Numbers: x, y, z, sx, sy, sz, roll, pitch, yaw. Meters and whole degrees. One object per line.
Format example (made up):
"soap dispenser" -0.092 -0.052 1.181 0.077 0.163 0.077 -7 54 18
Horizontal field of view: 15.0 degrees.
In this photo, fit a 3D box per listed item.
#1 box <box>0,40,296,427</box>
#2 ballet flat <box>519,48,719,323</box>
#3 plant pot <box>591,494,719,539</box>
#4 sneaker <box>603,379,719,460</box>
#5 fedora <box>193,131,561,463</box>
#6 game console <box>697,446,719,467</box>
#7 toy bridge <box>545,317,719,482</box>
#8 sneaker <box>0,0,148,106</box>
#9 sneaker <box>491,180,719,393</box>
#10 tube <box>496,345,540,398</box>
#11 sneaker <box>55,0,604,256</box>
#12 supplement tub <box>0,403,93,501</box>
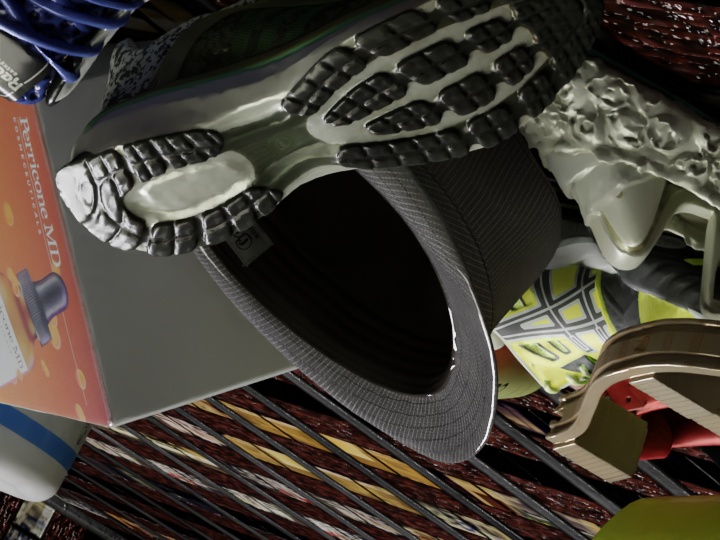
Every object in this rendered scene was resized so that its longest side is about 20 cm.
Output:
"box" -0.124 -0.022 1.252 0.106 0.153 0.200 -17 -170 -27
"ballet flat" 0.128 -0.019 0.991 0.199 0.072 0.072 28 168 1
"plant pot" 0.210 0.194 1.236 0.198 0.182 0.200 6 173 -24
"sneaker" 0.118 0.039 1.204 0.199 0.085 0.077 20 166 31
"fedora" 0.009 -0.029 1.070 0.200 0.090 0.177 34 148 29
"game console" 0.239 0.090 1.311 0.176 0.031 0.200 10 160 39
"toy bridge" 0.128 0.043 1.008 0.067 0.027 0.200 31 157 -22
"sneaker" -0.087 -0.111 0.943 0.080 0.115 0.199 33 167 -30
"sneaker" 0.107 0.015 1.100 0.075 0.077 0.200 -2 -166 -36
"tube" 0.045 0.041 1.295 0.052 0.058 0.200 49 -167 12
"sneaker" -0.015 -0.080 0.937 0.199 0.089 0.077 -18 142 16
"supplement tub" -0.173 0.006 1.423 0.132 0.201 0.132 25 169 5
